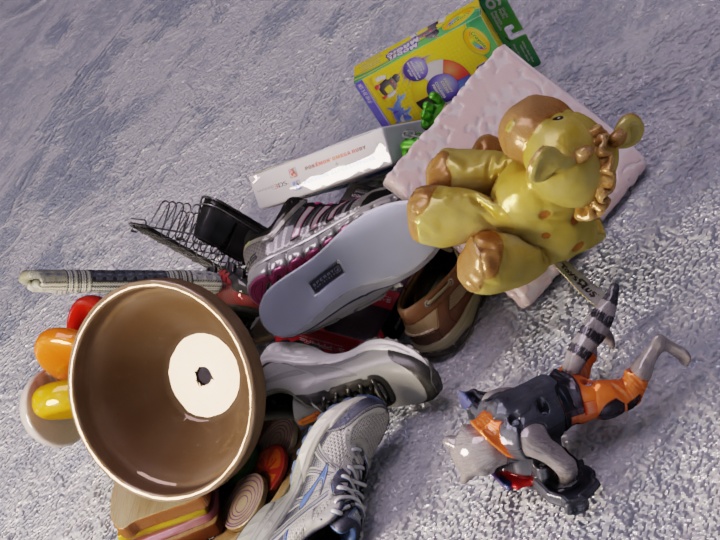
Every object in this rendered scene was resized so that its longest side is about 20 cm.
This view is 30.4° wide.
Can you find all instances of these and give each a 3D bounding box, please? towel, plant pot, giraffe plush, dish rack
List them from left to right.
[{"bbox_3d":[-0.259,0.016,1.404,0.190,0.035,0.200,0,0,-20],"label":"towel"},{"bbox_3d":[-0.165,0.106,1.232,0.199,0.204,0.092,-23,-5,23],"label":"plant pot"},{"bbox_3d":[-0.174,-0.035,1.549,0.199,0.153,0.055,9,71,51],"label":"dish rack"},{"bbox_3d":[0.150,-0.094,1.285,0.200,0.190,0.032,-48,-9,-17],"label":"towel"},{"bbox_3d":[0.156,-0.077,1.152,0.173,0.198,0.163,-56,-9,-39],"label":"giraffe plush"}]

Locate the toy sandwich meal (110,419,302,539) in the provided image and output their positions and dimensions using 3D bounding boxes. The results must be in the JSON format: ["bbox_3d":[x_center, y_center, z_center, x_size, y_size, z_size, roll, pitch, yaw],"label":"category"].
[{"bbox_3d":[-0.149,0.197,1.276,0.203,0.071,0.206,-26,32,18],"label":"toy sandwich meal"}]

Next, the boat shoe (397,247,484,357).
[{"bbox_3d":[0.094,-0.011,1.299,0.075,0.074,0.201,-10,42,41],"label":"boat shoe"}]

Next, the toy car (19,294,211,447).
[{"bbox_3d":[-0.253,0.101,1.385,0.174,0.198,0.152,-21,69,39],"label":"toy car"}]

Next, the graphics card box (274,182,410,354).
[{"bbox_3d":[0.005,0.003,1.364,0.124,0.051,0.201,13,52,26],"label":"graphics card box"}]

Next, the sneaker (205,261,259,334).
[{"bbox_3d":[-0.139,0.045,1.440,0.200,0.070,0.099,169,116,-70],"label":"sneaker"}]

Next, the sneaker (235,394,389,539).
[{"bbox_3d":[-0.022,0.203,1.151,0.085,0.077,0.201,17,66,43],"label":"sneaker"}]

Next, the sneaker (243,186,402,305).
[{"bbox_3d":[-0.035,-0.044,1.333,0.198,0.074,0.088,-28,51,-2],"label":"sneaker"}]

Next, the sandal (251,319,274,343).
[{"bbox_3d":[-0.052,-0.010,1.460,0.210,0.070,0.078,-34,30,6],"label":"sandal"}]

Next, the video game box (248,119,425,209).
[{"bbox_3d":[0.001,-0.124,1.490,0.180,0.048,0.199,-14,3,31],"label":"video game box"}]

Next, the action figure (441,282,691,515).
[{"bbox_3d":[0.143,0.098,1.081,0.192,0.106,0.199,-35,31,-17],"label":"action figure"}]

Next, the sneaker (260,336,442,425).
[{"bbox_3d":[-0.015,0.113,1.235,0.197,0.074,0.080,-5,42,28],"label":"sneaker"}]

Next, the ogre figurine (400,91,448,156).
[{"bbox_3d":[0.149,-0.152,1.393,0.119,0.198,0.100,17,103,42],"label":"ogre figurine"}]

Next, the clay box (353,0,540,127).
[{"bbox_3d":[0.104,-0.232,1.556,0.198,0.115,0.048,-25,32,20],"label":"clay box"}]

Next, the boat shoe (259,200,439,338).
[{"bbox_3d":[0.002,0.005,1.269,0.201,0.075,0.086,-35,-15,11],"label":"boat shoe"}]
